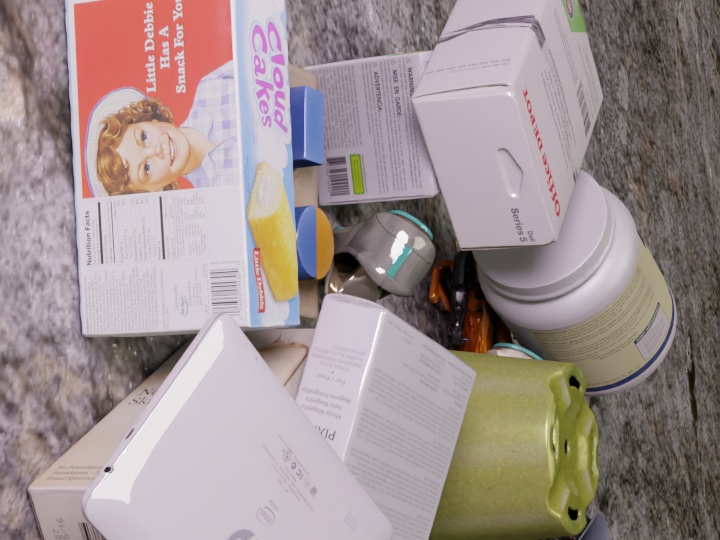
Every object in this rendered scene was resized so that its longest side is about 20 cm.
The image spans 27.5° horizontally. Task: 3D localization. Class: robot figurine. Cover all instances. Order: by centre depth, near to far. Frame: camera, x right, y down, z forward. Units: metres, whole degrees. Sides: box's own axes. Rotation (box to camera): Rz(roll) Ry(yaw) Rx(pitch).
[{"bbox_3d":[0.104,0.072,1.357,0.145,0.058,0.202,2,86,-65],"label":"robot figurine"}]

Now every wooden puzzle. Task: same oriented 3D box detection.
[{"bbox_3d":[-0.066,-0.066,1.024,0.200,0.046,0.187,15,73,-64],"label":"wooden puzzle"}]

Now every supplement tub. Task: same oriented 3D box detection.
[{"bbox_3d":[0.189,0.010,1.307,0.200,0.144,0.146,50,43,-50],"label":"supplement tub"}]

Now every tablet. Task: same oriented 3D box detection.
[{"bbox_3d":[-0.057,0.134,0.788,0.130,0.014,0.200,-56,129,-28],"label":"tablet"}]

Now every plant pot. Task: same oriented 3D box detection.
[{"bbox_3d":[0.083,0.141,1.153,0.200,0.183,0.202,-3,90,-65],"label":"plant pot"}]

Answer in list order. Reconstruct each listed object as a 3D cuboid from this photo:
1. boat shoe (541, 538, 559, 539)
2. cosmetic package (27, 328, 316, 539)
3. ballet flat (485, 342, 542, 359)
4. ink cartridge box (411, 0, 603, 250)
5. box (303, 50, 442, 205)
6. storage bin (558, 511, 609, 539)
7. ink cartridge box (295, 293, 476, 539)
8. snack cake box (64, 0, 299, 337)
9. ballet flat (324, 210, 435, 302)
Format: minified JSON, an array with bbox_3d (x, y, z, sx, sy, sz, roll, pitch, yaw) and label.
[{"bbox_3d":[0.106,0.290,1.126,0.066,0.071,0.202,46,64,-47],"label":"boat shoe"},{"bbox_3d":[-0.095,0.109,0.872,0.200,0.103,0.074,-49,130,-58],"label":"cosmetic package"},{"bbox_3d":[0.159,0.127,1.328,0.200,0.067,0.063,44,59,-55],"label":"ballet flat"},{"bbox_3d":[0.119,-0.133,1.146,0.200,0.083,0.146,-64,142,-46],"label":"ink cartridge box"},{"bbox_3d":[0.046,-0.122,1.207,0.200,0.101,0.113,-20,105,-64],"label":"box"},{"bbox_3d":[0.134,0.292,1.301,0.200,0.133,0.147,-32,116,-63],"label":"storage bin"},{"bbox_3d":[0.002,0.133,0.924,0.162,0.057,0.201,36,72,-60],"label":"ink cartridge box"},{"bbox_3d":[-0.104,-0.064,0.861,0.067,0.114,0.202,0,87,-65],"label":"snack cake box"},{"bbox_3d":[0.000,0.000,1.076,0.064,0.067,0.200,-59,-172,-12],"label":"ballet flat"}]
